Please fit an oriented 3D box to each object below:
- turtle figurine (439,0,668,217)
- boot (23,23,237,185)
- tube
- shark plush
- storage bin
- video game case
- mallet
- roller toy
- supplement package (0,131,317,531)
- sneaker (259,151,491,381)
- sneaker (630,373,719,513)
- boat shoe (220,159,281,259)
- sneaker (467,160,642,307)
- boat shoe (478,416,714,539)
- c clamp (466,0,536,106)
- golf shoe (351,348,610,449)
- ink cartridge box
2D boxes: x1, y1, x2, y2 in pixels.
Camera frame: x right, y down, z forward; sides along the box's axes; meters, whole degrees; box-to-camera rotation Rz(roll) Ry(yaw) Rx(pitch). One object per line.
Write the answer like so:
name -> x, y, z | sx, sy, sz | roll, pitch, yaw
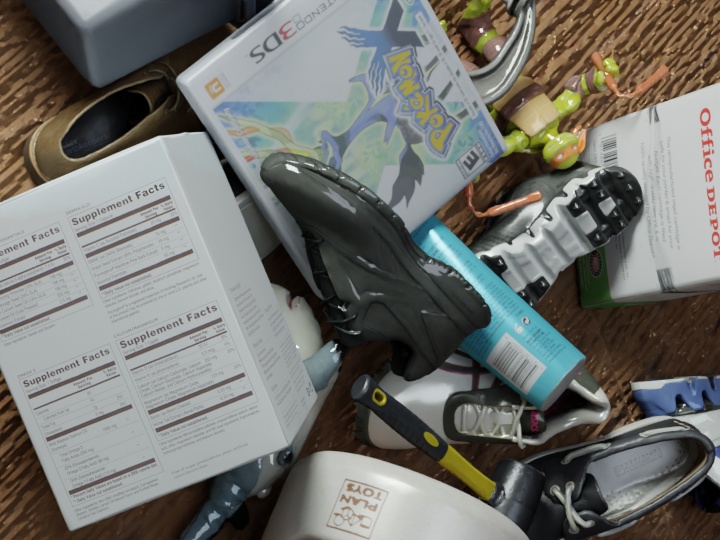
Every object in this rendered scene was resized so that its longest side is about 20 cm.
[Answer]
turtle figurine -> 0.128, -0.138, 1.212 | 0.200, 0.064, 0.161 | -37, 77, -12
boot -> -0.138, -0.120, 1.087 | 0.200, 0.075, 0.074 | -37, 98, -28
tube -> 0.074, 0.020, 1.141 | 0.200, 0.050, 0.077 | 41, 91, 15
shark plush -> -0.080, 0.111, 1.110 | 0.083, 0.091, 0.200 | 25, 88, 2
storage bin -> -0.169, -0.229, 1.030 | 0.134, 0.146, 0.200 | -36, 75, -17
video game case -> -0.006, -0.108, 1.087 | 0.182, 0.022, 0.200 | -40, 120, -14
mallet -> 0.065, 0.123, 1.099 | 0.200, 0.041, 0.066 | 49, 60, -32
roller toy -> 0.022, 0.208, 1.058 | 0.182, 0.200, 0.140 | 28, 71, -15
supplement package -> -0.140, 0.032, 0.992 | 0.150, 0.152, 0.200 | -22, 94, 7
sneaker -> 0.000, 0.000, 1.057 | 0.200, 0.076, 0.091 | 43, 85, -19
sneaker -> 0.316, 0.141, 1.289 | 0.199, 0.081, 0.115 | -2, 88, -21
boat shoe -> -0.067, -0.070, 1.123 | 0.200, 0.074, 0.060 | -45, 62, -9
sneaker -> 0.122, -0.019, 1.213 | 0.200, 0.091, 0.067 | -37, 114, -1
boat shoe -> 0.177, 0.170, 1.185 | 0.200, 0.060, 0.074 | -19, 94, -10
c clamp -> 0.055, -0.221, 1.188 | 0.200, 0.027, 0.171 | 38, 76, 10
golf shoe -> 0.091, 0.096, 1.159 | 0.200, 0.088, 0.077 | -10, 113, -26
ink cartridge box -> 0.253, -0.054, 1.207 | 0.084, 0.200, 0.146 | -2, 84, -29
